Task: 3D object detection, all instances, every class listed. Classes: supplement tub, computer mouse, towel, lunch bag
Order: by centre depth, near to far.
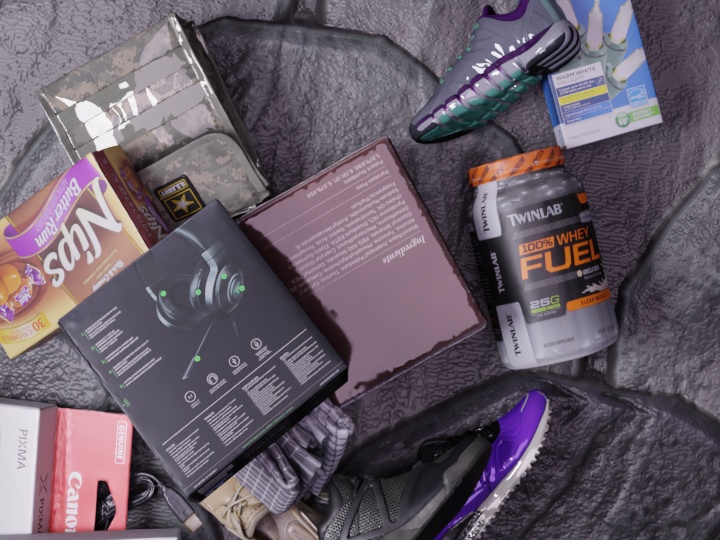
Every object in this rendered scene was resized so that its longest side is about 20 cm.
[{"bbox_3d":[-0.111,0.138,1.240,0.200,0.166,0.086,43,63,9],"label":"towel"},{"bbox_3d":[-0.196,-0.122,1.284,0.163,0.118,0.202,-27,94,7],"label":"lunch bag"},{"bbox_3d":[0.174,-0.013,1.287,0.121,0.123,0.202,-15,92,0],"label":"supplement tub"},{"bbox_3d":[-0.205,0.304,1.329,0.140,0.046,0.201,-37,82,8],"label":"computer mouse"}]

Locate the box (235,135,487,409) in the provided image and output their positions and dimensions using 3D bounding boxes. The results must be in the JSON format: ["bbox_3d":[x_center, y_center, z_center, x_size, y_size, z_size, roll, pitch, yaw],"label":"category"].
[{"bbox_3d":[0.000,0.000,1.264,0.163,0.166,0.201,-29,91,-1],"label":"box"}]

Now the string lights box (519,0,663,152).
[{"bbox_3d":[0.225,-0.230,1.313,0.102,0.059,0.202,-16,91,2],"label":"string lights box"}]

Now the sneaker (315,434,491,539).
[{"bbox_3d":[0.033,0.211,1.248,0.114,0.076,0.199,39,72,25],"label":"sneaker"}]

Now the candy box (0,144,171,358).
[{"bbox_3d":[-0.278,-0.016,1.232,0.199,0.056,0.117,-31,90,26],"label":"candy box"}]

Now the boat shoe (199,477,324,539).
[{"bbox_3d":[-0.107,0.237,1.318,0.199,0.065,0.072,36,91,-1],"label":"boat shoe"}]

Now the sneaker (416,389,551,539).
[{"bbox_3d":[0.110,0.191,1.317,0.099,0.070,0.201,34,90,1],"label":"sneaker"}]

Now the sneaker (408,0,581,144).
[{"bbox_3d":[0.122,-0.205,1.297,0.199,0.074,0.088,-32,70,26],"label":"sneaker"}]

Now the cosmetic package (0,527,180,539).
[{"bbox_3d":[-0.272,0.332,1.267,0.197,0.052,0.153,-1,92,-4],"label":"cosmetic package"}]

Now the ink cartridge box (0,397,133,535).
[{"bbox_3d":[-0.321,0.235,1.309,0.174,0.045,0.203,4,91,14],"label":"ink cartridge box"}]

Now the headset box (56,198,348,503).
[{"bbox_3d":[-0.136,0.065,1.123,0.174,0.093,0.200,-39,81,-9],"label":"headset box"}]
